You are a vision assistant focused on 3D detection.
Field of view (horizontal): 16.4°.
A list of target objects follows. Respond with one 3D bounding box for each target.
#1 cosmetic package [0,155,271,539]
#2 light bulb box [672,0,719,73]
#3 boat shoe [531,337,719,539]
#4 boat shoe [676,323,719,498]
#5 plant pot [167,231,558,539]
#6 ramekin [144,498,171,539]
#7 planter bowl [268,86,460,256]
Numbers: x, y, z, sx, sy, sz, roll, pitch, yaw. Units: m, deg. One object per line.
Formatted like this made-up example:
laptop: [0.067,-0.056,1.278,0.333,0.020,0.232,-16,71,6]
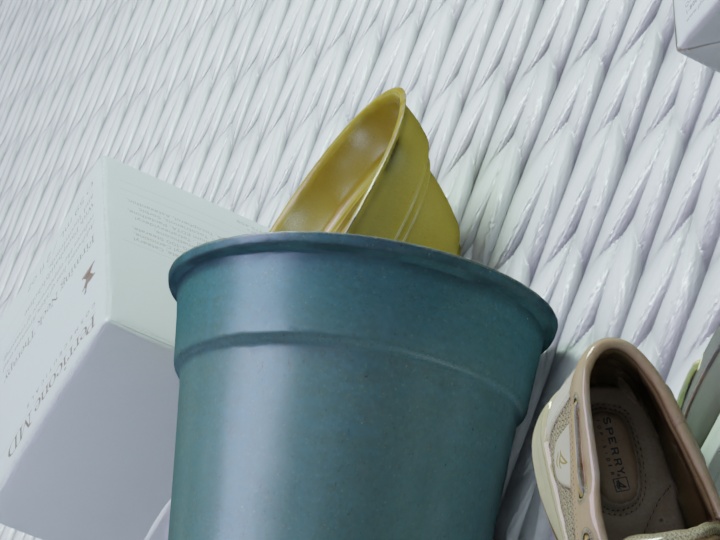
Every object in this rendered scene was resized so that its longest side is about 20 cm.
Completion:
cosmetic package: [-0.129,0.067,1.592,0.168,0.166,0.200,-56,23,24]
light bulb box: [0.229,-0.193,1.044,0.198,0.124,0.200,-50,24,37]
boat shoe: [0.115,0.122,0.957,0.065,0.071,0.201,105,149,-58]
boat shoe: [0.185,0.015,0.995,0.202,0.072,0.060,-60,25,25]
plant pot: [-0.013,0.107,1.240,0.200,0.200,0.197,-27,50,60]
ramekin: [-0.081,0.225,1.370,0.202,0.094,0.203,-161,90,-75]
planter bowl: [0.000,0.000,1.442,0.201,0.083,0.201,-53,13,18]
